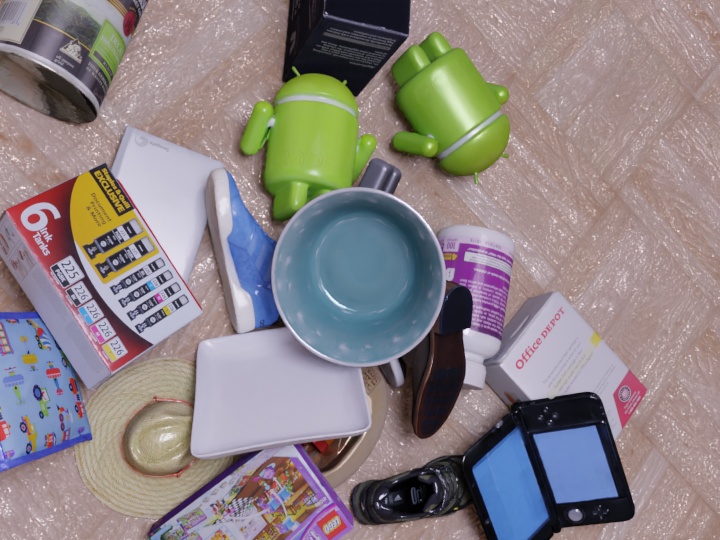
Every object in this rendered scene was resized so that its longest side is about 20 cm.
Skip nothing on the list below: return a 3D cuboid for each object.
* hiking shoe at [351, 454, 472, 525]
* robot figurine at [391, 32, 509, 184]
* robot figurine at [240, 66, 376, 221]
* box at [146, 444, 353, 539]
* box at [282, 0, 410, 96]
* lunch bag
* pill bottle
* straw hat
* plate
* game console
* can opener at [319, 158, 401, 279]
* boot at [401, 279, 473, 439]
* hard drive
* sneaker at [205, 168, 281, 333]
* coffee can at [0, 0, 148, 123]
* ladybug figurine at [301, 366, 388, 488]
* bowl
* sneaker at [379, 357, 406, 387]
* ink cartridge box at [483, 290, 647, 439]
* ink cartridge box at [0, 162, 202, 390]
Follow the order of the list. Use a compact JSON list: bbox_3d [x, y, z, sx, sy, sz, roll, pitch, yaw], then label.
[{"bbox_3d":[0.093,0.282,1.082,0.197,0.100,0.077,-11,84,-23],"label":"hiking shoe"},{"bbox_3d":[0.127,-0.220,1.178,0.175,0.115,0.201,-38,95,-28],"label":"robot figurine"},{"bbox_3d":[-0.062,-0.161,1.101,0.173,0.115,0.204,11,75,-24],"label":"robot figurine"},{"bbox_3d":[-0.125,0.294,0.983,0.199,0.039,0.138,-36,96,2],"label":"box"},{"bbox_3d":[-0.018,-0.363,1.112,0.115,0.200,0.201,8,77,-18],"label":"box"},{"bbox_3d":[-0.358,0.122,0.876,0.093,0.200,0.153,-17,85,-6],"label":"lunch bag"},{"bbox_3d":[0.138,0.051,1.138,0.110,0.112,0.204,15,77,-18],"label":"pill bottle"},{"bbox_3d":[-0.224,0.193,0.984,0.198,0.085,0.205,4,77,-20],"label":"straw hat"},{"bbox_3d":[-0.093,0.138,0.991,0.196,0.201,0.033,-8,124,-3],"label":"plate"},{"bbox_3d":[0.245,0.280,1.103,0.203,0.173,0.117,68,26,-19],"label":"game console"},{"bbox_3d":[-0.021,-0.051,1.087,0.053,0.066,0.202,15,103,-57],"label":"can opener"},{"bbox_3d":[0.079,0.101,1.071,0.074,0.096,0.204,0,107,-39],"label":"boot"},{"bbox_3d":[-0.257,-0.061,1.054,0.130,0.027,0.203,20,73,-17],"label":"hard drive"},{"bbox_3d":[-0.122,-0.033,1.061,0.109,0.077,0.204,-14,98,-19],"label":"sneaker"},{"bbox_3d":[-0.339,-0.299,1.005,0.144,0.146,0.203,23,73,-15],"label":"coffee can"},{"bbox_3d":[-0.047,0.189,1.061,0.200,0.072,0.136,-43,96,-22],"label":"ladybug figurine"},{"bbox_3d":[0.000,0.000,1.005,0.197,0.105,0.205,1,100,3],"label":"bowl"},{"bbox_3d":[0.052,0.045,1.128,0.098,0.071,0.203,-13,80,-18],"label":"sneaker"},{"bbox_3d":[0.277,0.150,1.189,0.200,0.083,0.145,47,68,-8],"label":"ink cartridge box"},{"bbox_3d":[-0.275,-0.005,0.954,0.175,0.083,0.202,-36,95,-40],"label":"ink cartridge box"}]
